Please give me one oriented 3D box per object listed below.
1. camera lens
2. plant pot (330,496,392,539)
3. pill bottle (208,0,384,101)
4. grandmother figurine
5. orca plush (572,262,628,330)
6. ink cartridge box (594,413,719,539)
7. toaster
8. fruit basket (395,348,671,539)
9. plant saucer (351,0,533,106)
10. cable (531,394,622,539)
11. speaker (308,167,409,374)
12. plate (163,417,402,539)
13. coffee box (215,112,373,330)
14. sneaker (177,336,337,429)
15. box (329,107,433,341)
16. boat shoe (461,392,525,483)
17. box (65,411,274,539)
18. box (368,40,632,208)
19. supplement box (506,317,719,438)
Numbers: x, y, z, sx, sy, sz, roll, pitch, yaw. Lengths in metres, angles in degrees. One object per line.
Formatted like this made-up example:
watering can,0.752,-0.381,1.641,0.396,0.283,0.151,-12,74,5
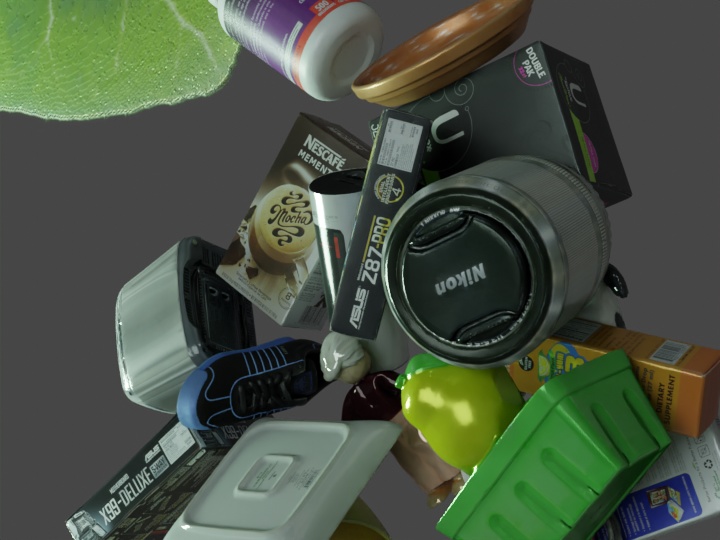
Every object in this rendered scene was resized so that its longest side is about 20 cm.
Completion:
camera lens,0.120,-0.012,1.266,0.159,0.200,0.161,6,104,24
plant pot,-0.077,0.271,1.514,0.200,0.200,0.142,-48,41,19
pill bottle,-0.076,-0.275,1.599,0.200,0.112,0.113,38,105,29
grandmother figurine,0.028,0.143,1.472,0.121,0.061,0.200,-35,97,26
orca plush,0.230,0.034,1.398,0.200,0.071,0.105,48,128,4
ink cartridge box,0.255,0.205,1.383,0.200,0.037,0.095,-26,71,26
toaster,-0.191,0.071,1.625,0.129,0.113,0.201,-29,56,31
fruit basket,0.134,0.142,1.285,0.215,0.155,0.216,11,106,39
plant saucer,0.085,-0.216,1.460,0.200,0.200,0.038,-23,106,28
cable,0.193,0.193,1.374,0.097,0.050,0.201,-4,81,34
speaker,0.000,0.000,1.493,0.081,0.081,0.201,7,117,33
plate,-0.083,0.205,1.417,0.200,0.200,0.032,-4,126,41
coffee box,-0.053,-0.051,1.579,0.113,0.080,0.200,36,104,31
sneaker,-0.098,0.115,1.523,0.078,0.200,0.070,7,111,37
box,0.019,-0.046,1.345,0.049,0.161,0.201,14,96,1
boat shoe,0.131,0.117,1.441,0.068,0.072,0.201,-12,67,30
box,-0.195,0.229,1.595,0.200,0.158,0.050,-44,64,22
box,0.135,-0.109,1.440,0.200,0.124,0.149,-22,75,28
supplement box,0.222,0.090,1.341,0.199,0.069,0.067,13,114,29
